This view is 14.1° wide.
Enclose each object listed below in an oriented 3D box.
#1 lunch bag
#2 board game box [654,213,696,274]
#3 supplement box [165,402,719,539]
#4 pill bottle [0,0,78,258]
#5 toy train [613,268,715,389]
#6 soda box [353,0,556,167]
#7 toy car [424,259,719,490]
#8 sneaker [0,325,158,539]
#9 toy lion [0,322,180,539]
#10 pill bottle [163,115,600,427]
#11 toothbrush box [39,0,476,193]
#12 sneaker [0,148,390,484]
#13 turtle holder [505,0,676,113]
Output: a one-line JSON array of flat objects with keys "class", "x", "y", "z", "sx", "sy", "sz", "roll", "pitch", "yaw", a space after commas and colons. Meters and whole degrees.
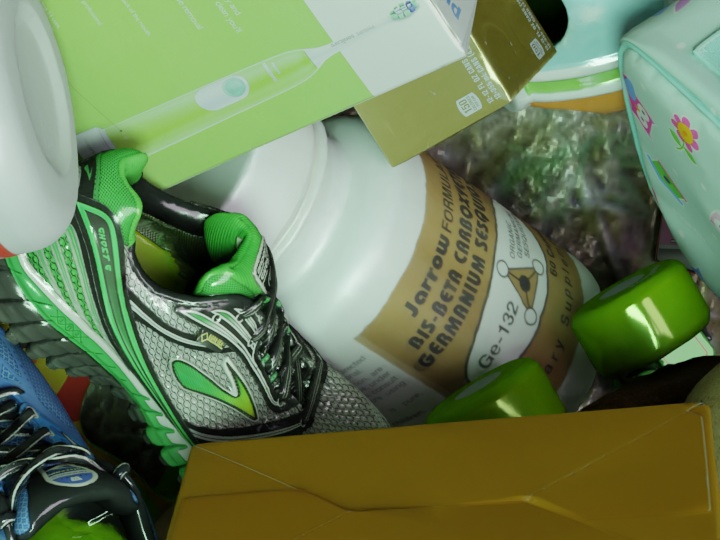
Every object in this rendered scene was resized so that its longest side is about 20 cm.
[{"class": "lunch bag", "x": 0.190, "y": -0.024, "z": 1.161, "sx": 0.077, "sy": 0.200, "sz": 0.161, "roll": -35, "pitch": 143, "yaw": -11}, {"class": "board game box", "x": 0.219, "y": -0.059, "z": 1.308, "sx": 0.040, "sy": 0.200, "sz": 0.154, "roll": 2, "pitch": 100, "yaw": -34}, {"class": "supplement box", "x": 0.041, "y": 0.173, "z": 1.051, "sx": 0.196, "sy": 0.133, "sz": 0.201, "roll": -5, "pitch": 113, "yaw": 6}, {"class": "pill bottle", "x": -0.208, "y": -0.044, "z": 1.042, "sx": 0.199, "sy": 0.113, "sz": 0.113, "roll": -12, "pitch": 111, "yaw": 8}, {"class": "toy train", "x": 0.176, "y": 0.084, "z": 1.375, "sx": 0.056, "sy": 0.042, "sz": 0.200, "roll": -40, "pitch": 102, "yaw": -3}, {"class": "soda box", "x": -0.005, "y": -0.148, "z": 1.173, "sx": 0.200, "sy": 0.064, "sz": 0.068, "roll": 57, "pitch": 29, "yaw": -8}, {"class": "toy car", "x": 0.148, "y": 0.086, "z": 1.128, "sx": 0.158, "sy": 0.200, "sz": 0.165, "roll": -33, "pitch": 95, "yaw": -24}, {"class": "sneaker", "x": -0.118, "y": 0.082, "z": 1.088, "sx": 0.078, "sy": 0.089, "sz": 0.200, "roll": -25, "pitch": 70, "yaw": -30}, {"class": "toy lion", "x": -0.139, "y": 0.046, "z": 1.186, "sx": 0.199, "sy": 0.069, "sz": 0.193, "roll": 1, "pitch": 92, "yaw": -34}, {"class": "pill bottle", "x": 0.000, "y": 0.000, "z": 1.228, "sx": 0.200, "sy": 0.114, "sz": 0.115, "roll": 33, "pitch": 82, "yaw": -34}, {"class": "toothbrush box", "x": -0.074, "y": -0.120, "z": 1.100, "sx": 0.146, "sy": 0.199, "sz": 0.086, "roll": 53, "pitch": 30, "yaw": -27}, {"class": "sneaker", "x": -0.054, "y": 0.029, "z": 1.124, "sx": 0.200, "sy": 0.085, "sz": 0.078, "roll": 38, "pitch": 38, "yaw": -31}, {"class": "turtle holder", "x": 0.088, "y": -0.151, "z": 1.241, "sx": 0.132, "sy": 0.141, "sz": 0.186, "roll": -35, "pitch": 126, "yaw": -5}]
